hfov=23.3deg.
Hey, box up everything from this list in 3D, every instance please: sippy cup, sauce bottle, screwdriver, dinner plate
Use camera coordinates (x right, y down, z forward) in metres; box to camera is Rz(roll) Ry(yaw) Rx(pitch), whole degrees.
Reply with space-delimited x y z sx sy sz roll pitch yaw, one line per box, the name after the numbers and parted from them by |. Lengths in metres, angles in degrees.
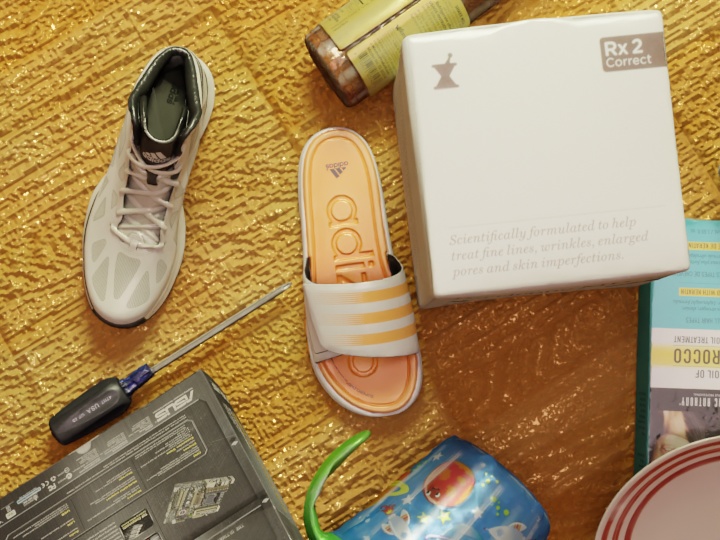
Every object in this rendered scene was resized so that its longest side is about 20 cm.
0.056 0.190 1.182 0.130 0.139 0.178 -46 129 -12 | sippy cup
0.056 -0.194 1.225 0.199 0.066 0.066 -33 88 -2 | sauce bottle
-0.135 0.059 1.232 0.199 0.028 0.029 -37 59 -4 | screwdriver
0.257 0.190 1.194 0.198 0.024 0.202 0 119 0 | dinner plate

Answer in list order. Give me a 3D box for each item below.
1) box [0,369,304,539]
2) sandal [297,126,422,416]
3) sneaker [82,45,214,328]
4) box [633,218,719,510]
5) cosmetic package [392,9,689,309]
-0.150 0.185 1.175 0.199 0.048 0.159 -33 57 -1 | box
-0.008 0.001 1.218 0.078 0.059 0.209 -11 88 -1 | sandal
-0.152 -0.061 1.191 0.075 0.115 0.202 13 88 0 | sneaker
0.237 0.066 1.222 0.082 0.049 0.202 2 87 0 | box
0.112 -0.066 1.152 0.163 0.200 0.167 -7 87 0 | cosmetic package
